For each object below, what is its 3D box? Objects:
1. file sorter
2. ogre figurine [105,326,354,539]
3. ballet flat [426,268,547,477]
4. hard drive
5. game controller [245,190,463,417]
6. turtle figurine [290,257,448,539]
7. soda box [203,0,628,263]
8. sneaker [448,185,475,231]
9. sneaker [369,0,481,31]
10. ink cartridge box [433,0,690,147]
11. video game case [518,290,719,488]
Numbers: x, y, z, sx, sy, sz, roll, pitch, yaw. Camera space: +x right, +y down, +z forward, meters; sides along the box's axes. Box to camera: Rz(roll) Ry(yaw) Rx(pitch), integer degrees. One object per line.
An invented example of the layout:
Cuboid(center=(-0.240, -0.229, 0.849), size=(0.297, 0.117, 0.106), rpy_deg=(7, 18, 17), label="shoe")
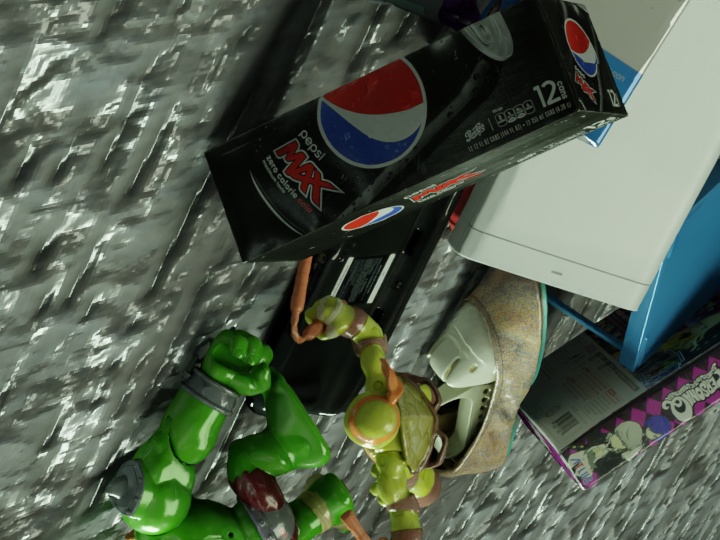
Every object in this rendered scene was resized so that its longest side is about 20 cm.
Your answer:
Cuboid(center=(0.198, -0.063, 1.880), size=(0.200, 0.123, 0.139), rpy_deg=(-41, 153, -35), label="file sorter")
Cuboid(center=(-0.068, 0.135, 1.617), size=(0.120, 0.098, 0.200), rpy_deg=(-35, 144, -14), label="ogre figurine")
Cuboid(center=(0.076, 0.070, 1.898), size=(0.067, 0.068, 0.200), rpy_deg=(-15, 139, -21), label="ballet flat")
Cuboid(center=(0.151, -0.082, 1.702), size=(0.132, 0.027, 0.200), rpy_deg=(17, 109, -27), label="hard drive")
Cuboid(center=(0.000, 0.000, 1.679), size=(0.104, 0.042, 0.200), rpy_deg=(3, 119, -49), label="game controller")
Cuboid(center=(0.015, 0.079, 1.626), size=(0.064, 0.200, 0.161), rpy_deg=(-18, 171, 6), label="turtle figurine")
Cuboid(center=(0.026, -0.068, 1.447), size=(0.200, 0.063, 0.071), rpy_deg=(-24, 170, 24), label="soda box")
Cuboid(center=(0.111, -0.115, 1.729), size=(0.200, 0.078, 0.116), rpy_deg=(-46, 135, -10), label="sneaker")
Cuboid(center=(0.086, -0.197, 1.491), size=(0.200, 0.087, 0.074), rpy_deg=(-49, 152, -17), label="sneaker")
Cuboid(center=(0.134, -0.178, 1.556), size=(0.200, 0.084, 0.146), rpy_deg=(-57, -169, 3), label="ink cartridge box")
Cuboid(center=(0.195, 0.062, 1.940), size=(0.181, 0.036, 0.200), rpy_deg=(-34, -168, -2), label="video game case")
